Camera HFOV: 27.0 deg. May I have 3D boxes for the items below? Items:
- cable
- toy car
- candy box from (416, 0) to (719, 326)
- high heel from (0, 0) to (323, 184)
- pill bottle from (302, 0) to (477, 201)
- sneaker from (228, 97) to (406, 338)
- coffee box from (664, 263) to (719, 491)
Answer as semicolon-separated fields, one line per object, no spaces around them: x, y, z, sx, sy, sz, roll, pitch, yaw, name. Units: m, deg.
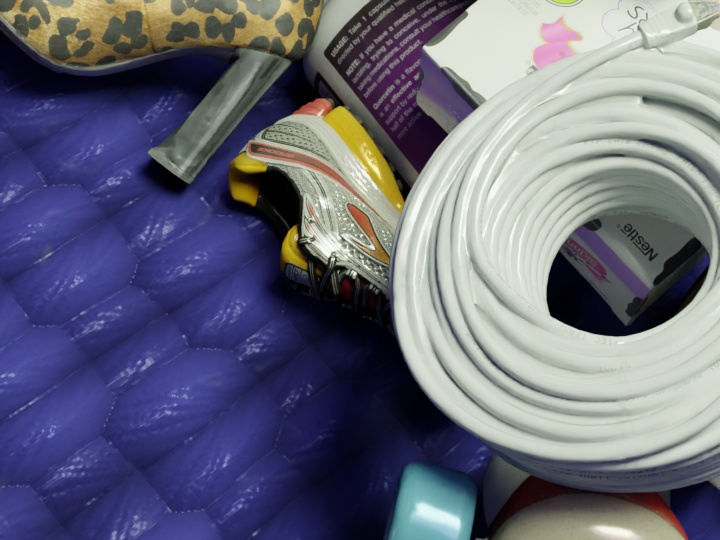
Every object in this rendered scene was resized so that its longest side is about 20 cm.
0.111;-0.004;0.650;0.199;0.069;0.201;-17;61;12;cable
0.102;0.142;0.743;0.183;0.178;0.200;13;28;2;toy car
0.155;-0.102;0.769;0.200;0.072;0.168;-40;78;-11;candy box
-0.123;-0.163;0.821;0.200;0.071;0.143;39;92;-9;high heel
0.044;-0.106;0.865;0.112;0.113;0.200;-30;75;-32;pill bottle
0.000;0.000;0.816;0.082;0.078;0.200;-27;64;-28;sneaker
0.199;0.040;0.773;0.080;0.200;0.115;38;99;9;coffee box
